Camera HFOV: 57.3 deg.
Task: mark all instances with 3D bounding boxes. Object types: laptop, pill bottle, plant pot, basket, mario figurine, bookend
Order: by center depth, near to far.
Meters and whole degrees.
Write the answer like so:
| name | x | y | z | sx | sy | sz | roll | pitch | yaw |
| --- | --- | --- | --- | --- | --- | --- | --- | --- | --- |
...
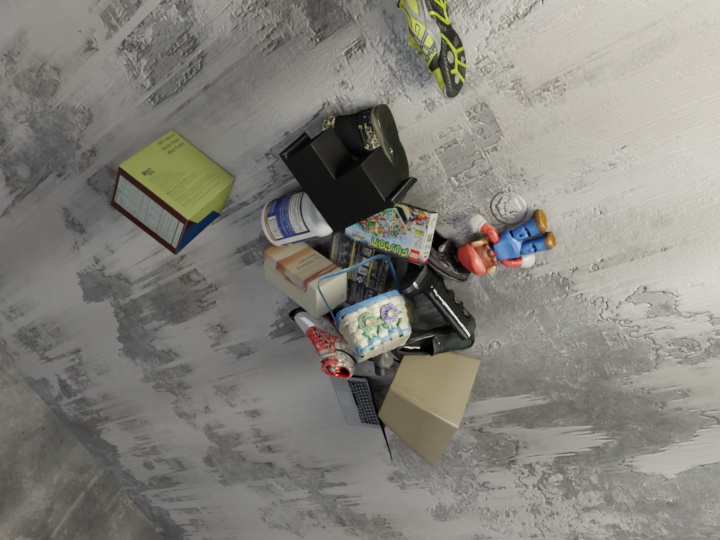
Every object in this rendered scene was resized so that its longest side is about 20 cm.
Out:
| name | x | y | z | sx | sy | sz | roll | pitch | yaw |
| --- | --- | --- | --- | --- | --- | --- | --- | --- | --- |
| bookend | -0.027 | -0.203 | 1.297 | 0.197 | 0.092 | 0.201 | -20 | 111 | 49 |
| mario figurine | 0.290 | -0.061 | 1.342 | 0.197 | 0.105 | 0.126 | -19 | 77 | 27 |
| basket | 0.019 | 0.078 | 1.421 | 0.140 | 0.173 | 0.203 | 99 | 147 | -66 |
| pill bottle | -0.121 | -0.126 | 1.490 | 0.197 | 0.111 | 0.112 | -11 | 118 | 36 |
| plant pot | 0.153 | 0.301 | 1.571 | 0.174 | 0.201 | 0.202 | 25 | 137 | 6 |
| laptop | 0.001 | 0.401 | 1.810 | 0.196 | 0.116 | 0.190 | 0 | 123 | 30 |

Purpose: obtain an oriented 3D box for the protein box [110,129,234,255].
| name | x | y | z | sx | sy | sz | roll | pitch | yaw |
| --- | --- | --- | --- | --- | --- | --- | --- | --- | --- |
| protein box | -0.447 | -0.189 | 1.573 | 0.199 | 0.199 | 0.135 | 37 | 134 | 0 |

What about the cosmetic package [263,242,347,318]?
| name | x | y | z | sx | sy | sz | roll | pitch | yaw |
| --- | --- | --- | --- | --- | --- | --- | --- | --- | --- |
| cosmetic package | -0.132 | 0.011 | 1.563 | 0.199 | 0.103 | 0.089 | 33 | 137 | 33 |

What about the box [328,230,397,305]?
| name | x | y | z | sx | sy | sz | roll | pitch | yaw |
| --- | --- | --- | --- | --- | --- | --- | --- | --- | --- |
| box | 0.000 | 0.000 | 1.558 | 0.158 | 0.049 | 0.203 | 21 | 132 | 12 |

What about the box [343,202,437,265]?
| name | x | y | z | sx | sy | sz | roll | pitch | yaw |
| --- | --- | --- | --- | --- | --- | --- | --- | --- | --- |
| box | 0.062 | -0.093 | 1.402 | 0.197 | 0.034 | 0.113 | 19 | 105 | 29 |

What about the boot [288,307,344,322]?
| name | x | y | z | sx | sy | sz | roll | pitch | yaw |
| --- | --- | --- | --- | --- | --- | --- | --- | --- | --- |
| boot | -0.093 | 0.149 | 1.706 | 0.196 | 0.075 | 0.099 | 4 | 122 | 26 |

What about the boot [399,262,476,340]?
| name | x | y | z | sx | sy | sz | roll | pitch | yaw |
| --- | --- | --- | --- | --- | --- | --- | --- | --- | --- |
| boot | 0.172 | 0.075 | 1.434 | 0.065 | 0.165 | 0.201 | -30 | 104 | 27 |

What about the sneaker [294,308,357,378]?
| name | x | y | z | sx | sy | sz | roll | pitch | yaw |
| --- | --- | --- | --- | --- | --- | --- | --- | --- | --- |
| sneaker | -0.088 | 0.183 | 1.620 | 0.200 | 0.109 | 0.067 | 37 | 130 | -17 |

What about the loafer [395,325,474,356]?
| name | x | y | z | sx | sy | sz | roll | pitch | yaw |
| --- | --- | --- | --- | --- | --- | --- | --- | --- | --- |
| loafer | 0.171 | 0.170 | 1.529 | 0.196 | 0.071 | 0.069 | 0 | 125 | -5 |

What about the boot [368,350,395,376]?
| name | x | y | z | sx | sy | sz | roll | pitch | yaw |
| --- | --- | --- | --- | --- | --- | --- | --- | --- | --- |
| boot | 0.041 | 0.155 | 1.580 | 0.068 | 0.200 | 0.135 | -12 | 106 | -14 |

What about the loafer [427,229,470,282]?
| name | x | y | z | sx | sy | sz | roll | pitch | yaw |
| --- | --- | --- | --- | --- | --- | --- | --- | --- | --- |
| loafer | 0.161 | -0.054 | 1.411 | 0.199 | 0.072 | 0.063 | 38 | 130 | 4 |

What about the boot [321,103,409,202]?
| name | x | y | z | sx | sy | sz | roll | pitch | yaw |
| --- | --- | --- | --- | --- | --- | --- | --- | --- | --- |
| boot | 0.012 | -0.237 | 1.362 | 0.151 | 0.074 | 0.207 | 3 | 125 | 34 |

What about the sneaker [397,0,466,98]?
| name | x | y | z | sx | sy | sz | roll | pitch | yaw |
| --- | --- | --- | --- | --- | --- | --- | --- | --- | --- |
| sneaker | 0.129 | -0.405 | 1.172 | 0.075 | 0.075 | 0.204 | -6 | 110 | 42 |

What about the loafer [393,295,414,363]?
| name | x | y | z | sx | sy | sz | roll | pitch | yaw |
| --- | --- | --- | --- | --- | --- | --- | --- | --- | --- |
| loafer | 0.090 | 0.155 | 1.605 | 0.074 | 0.070 | 0.203 | 13 | 129 | 21 |
